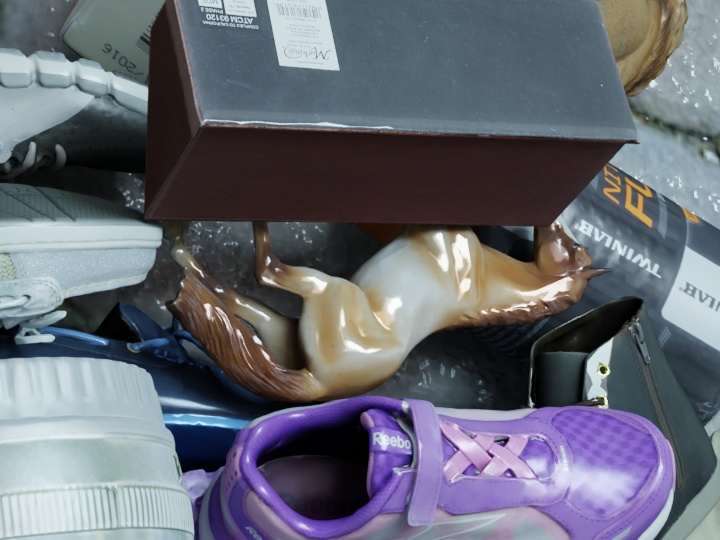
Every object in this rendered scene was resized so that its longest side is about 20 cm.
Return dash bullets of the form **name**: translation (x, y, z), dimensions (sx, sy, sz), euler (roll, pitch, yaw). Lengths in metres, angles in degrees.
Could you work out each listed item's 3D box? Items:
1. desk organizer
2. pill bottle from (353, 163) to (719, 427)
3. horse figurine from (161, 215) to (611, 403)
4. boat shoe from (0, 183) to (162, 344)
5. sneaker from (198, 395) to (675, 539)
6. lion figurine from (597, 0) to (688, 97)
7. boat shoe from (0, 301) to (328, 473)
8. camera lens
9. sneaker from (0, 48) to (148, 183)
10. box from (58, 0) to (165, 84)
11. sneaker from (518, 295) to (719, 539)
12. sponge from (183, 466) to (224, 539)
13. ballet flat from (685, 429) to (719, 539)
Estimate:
- **desk organizer**: translation (0.007, -0.067, 0.890), dimensions (0.198, 0.077, 0.072), euler (1, 61, -27)
- **pill bottle**: translation (0.093, -0.007, 1.037), dimensions (0.199, 0.106, 0.107), euler (29, 55, -15)
- **horse figurine**: translation (0.000, 0.000, 0.926), dimensions (0.199, 0.050, 0.133), euler (-34, 87, -34)
- **boat shoe**: translation (-0.174, 0.007, 0.852), dimensions (0.200, 0.074, 0.065), euler (-10, 110, -30)
- **sneaker**: translation (0.031, 0.085, 0.868), dimensions (0.198, 0.089, 0.081), euler (-5, 58, -1)
- **lion figurine**: translation (0.117, -0.136, 1.088), dimensions (0.072, 0.200, 0.123), euler (40, 82, 18)
- **boat shoe**: translation (-0.101, 0.042, 0.914), dimensions (0.198, 0.084, 0.069), euler (12, 62, -28)
- **camera lens**: translation (-0.134, 0.146, 0.783), dimensions (0.159, 0.160, 0.202), euler (-2, 75, -31)
- **sneaker**: translation (-0.178, -0.038, 0.923), dimensions (0.198, 0.075, 0.117), euler (12, 67, -15)
- **box**: translation (-0.032, -0.161, 1.003), dimensions (0.109, 0.128, 0.200), euler (38, 42, -6)
- **sneaker**: translation (0.083, 0.101, 0.943), dimensions (0.200, 0.074, 0.107), euler (-45, 118, -44)
- **sponge**: translation (-0.047, 0.178, 0.887), dimensions (0.111, 0.030, 0.202), euler (-7, 63, -22)
- **ballet flat**: translation (0.158, 0.123, 1.031), dimensions (0.069, 0.069, 0.200), euler (43, 37, -6)
